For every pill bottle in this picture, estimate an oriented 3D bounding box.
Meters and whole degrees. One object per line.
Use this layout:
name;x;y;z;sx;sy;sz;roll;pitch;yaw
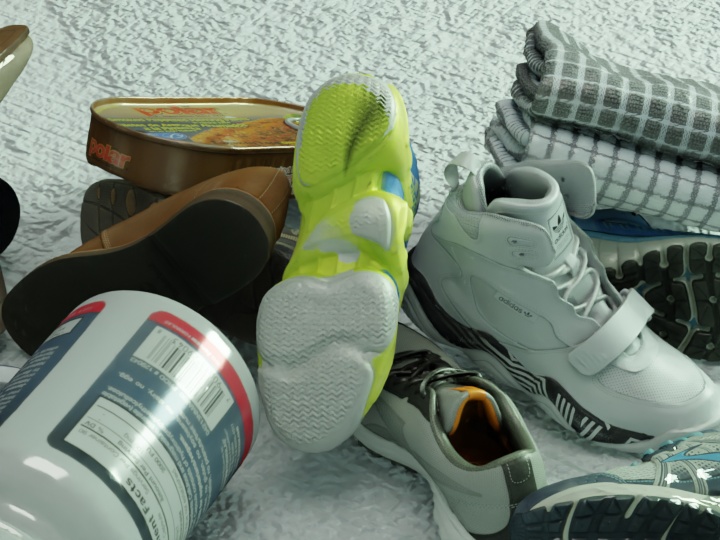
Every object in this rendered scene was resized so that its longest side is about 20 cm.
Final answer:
pill bottle;-0.143;0.110;1.141;0.119;0.120;0.200;14;38;20

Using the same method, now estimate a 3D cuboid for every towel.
towel;0.166;-0.083;1.350;0.165;0.086;0.200;13;10;-4

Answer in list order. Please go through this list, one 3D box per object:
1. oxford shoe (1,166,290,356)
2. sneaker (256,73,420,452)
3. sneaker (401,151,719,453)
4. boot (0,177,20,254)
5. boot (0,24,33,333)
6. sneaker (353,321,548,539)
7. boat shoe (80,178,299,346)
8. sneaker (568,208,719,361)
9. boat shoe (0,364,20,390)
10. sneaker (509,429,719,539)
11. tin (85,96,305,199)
oxford shoe;-0.115;-0.001;1.288;0.200;0.071;0.071;-23;20;32
sneaker;0.000;0.000;1.242;0.076;0.201;0.105;10;-4;17
sneaker;0.115;0.015;1.245;0.200;0.115;0.075;29;47;14
boot;-0.304;-0.002;1.364;0.200;0.075;0.097;-29;25;-32
boot;-0.237;-0.030;1.314;0.200;0.146;0.070;-37;25;-29
sneaker;0.045;0.074;1.220;0.074;0.080;0.200;-19;38;-20
boat shoe;-0.082;-0.003;1.353;0.200;0.075;0.073;25;19;36
sneaker;0.165;-0.008;1.333;0.199;0.079;0.090;8;33;12
boat shoe;-0.264;0.069;1.241;0.199;0.074;0.065;-4;40;-6
sneaker;0.165;0.121;1.166;0.199;0.078;0.086;-1;29;-16
tin;-0.077;-0.075;1.407;0.200;0.042;0.112;-4;25;-45
